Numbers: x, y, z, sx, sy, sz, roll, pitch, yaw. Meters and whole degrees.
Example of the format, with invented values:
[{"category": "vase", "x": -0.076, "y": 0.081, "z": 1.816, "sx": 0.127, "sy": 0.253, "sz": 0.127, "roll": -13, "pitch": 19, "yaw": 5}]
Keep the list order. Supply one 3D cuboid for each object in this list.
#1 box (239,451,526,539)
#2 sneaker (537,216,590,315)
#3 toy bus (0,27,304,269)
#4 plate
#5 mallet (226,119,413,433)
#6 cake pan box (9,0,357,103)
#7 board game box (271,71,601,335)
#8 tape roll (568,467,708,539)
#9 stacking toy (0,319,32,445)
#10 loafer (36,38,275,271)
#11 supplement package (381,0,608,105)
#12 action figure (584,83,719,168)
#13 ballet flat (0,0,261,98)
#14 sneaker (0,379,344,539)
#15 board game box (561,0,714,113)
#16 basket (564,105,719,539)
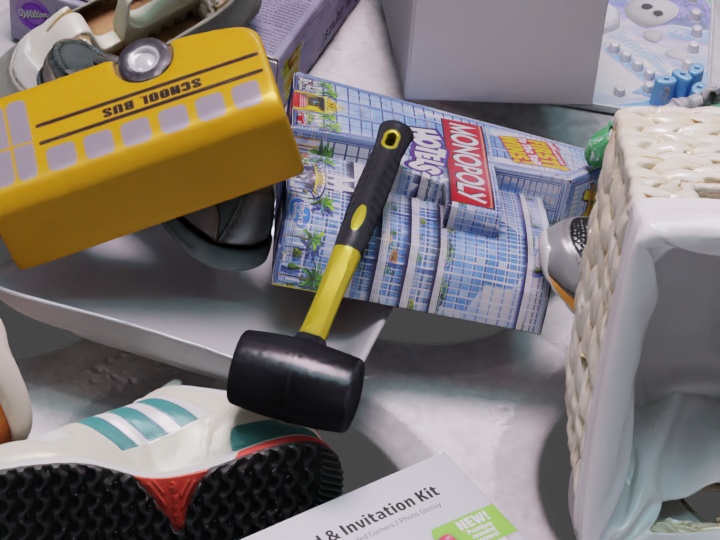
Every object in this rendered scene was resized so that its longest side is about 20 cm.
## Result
[{"category": "box", "x": 0.035, "y": 0.186, "z": 1.058, "sx": 0.155, "sy": 0.041, "sz": 0.200, "roll": -20, "pitch": 46, "yaw": -29}, {"category": "sneaker", "x": 0.191, "y": 0.000, "z": 1.190, "sx": 0.198, "sy": 0.078, "sz": 0.079, "roll": 11, "pitch": 43, "yaw": -12}, {"category": "toy bus", "x": -0.136, "y": -0.060, "z": 1.166, "sx": 0.199, "sy": 0.065, "sz": 0.079, "roll": -19, "pitch": 53, "yaw": 0}, {"category": "plate", "x": -0.077, "y": 0.008, "z": 1.227, "sx": 0.198, "sy": 0.033, "sz": 0.200, "roll": 15, "pitch": 26, "yaw": 10}, {"category": "mallet", "x": 0.000, "y": 0.000, "z": 1.140, "sx": 0.065, "sy": 0.041, "sz": 0.201, "roll": 21, "pitch": 52, "yaw": 13}, {"category": "cake pan box", "x": -0.110, "y": -0.192, "z": 1.471, "sx": 0.198, "sy": 0.053, "sz": 0.185, "roll": 17, "pitch": 39, "yaw": 11}, {"category": "board game box", "x": 0.052, "y": -0.038, "z": 1.269, "sx": 0.198, "sy": 0.062, "sz": 0.200, "roll": 10, "pitch": 22, "yaw": -5}, {"category": "tape roll", "x": 0.208, "y": 0.118, "z": 1.164, "sx": 0.201, "sy": 0.037, "sz": 0.204, "roll": 4, "pitch": 41, "yaw": -4}, {"category": "stacking toy", "x": -0.275, "y": 0.070, "z": 1.102, "sx": 0.199, "sy": 0.147, "sz": 0.146, "roll": -33, "pitch": 53, "yaw": -19}, {"category": "loafer", "x": -0.109, "y": -0.081, "z": 1.253, "sx": 0.072, "sy": 0.063, "sz": 0.200, "roll": -12, "pitch": 45, "yaw": -41}, {"category": "supplement package", "x": 0.078, "y": -0.200, "z": 1.390, "sx": 0.120, "sy": 0.121, "sz": 0.200, "roll": 2, "pitch": 31, "yaw": -7}, {"category": "action figure", "x": 0.211, "y": -0.071, "z": 1.324, "sx": 0.199, "sy": 0.055, "sz": 0.119, "roll": -4, "pitch": 48, "yaw": -35}, {"category": "ballet flat", "x": -0.152, "y": -0.145, "z": 1.350, "sx": 0.199, "sy": 0.064, "sz": 0.068, "roll": -28, "pitch": 67, "yaw": -8}, {"category": "sneaker", "x": -0.113, "y": 0.100, "z": 1.128, "sx": 0.198, "sy": 0.071, "sz": 0.093, "roll": -6, "pitch": 26, "yaw": -14}, {"category": "board game box", "x": 0.140, "y": -0.180, "z": 1.510, "sx": 0.198, "sy": 0.026, "sz": 0.201, "roll": 9, "pitch": 41, "yaw": 3}, {"category": "basket", "x": 0.173, "y": 0.029, "z": 1.088, "sx": 0.134, "sy": 0.201, "sz": 0.124, "roll": 2, "pitch": 34, "yaw": -7}]
